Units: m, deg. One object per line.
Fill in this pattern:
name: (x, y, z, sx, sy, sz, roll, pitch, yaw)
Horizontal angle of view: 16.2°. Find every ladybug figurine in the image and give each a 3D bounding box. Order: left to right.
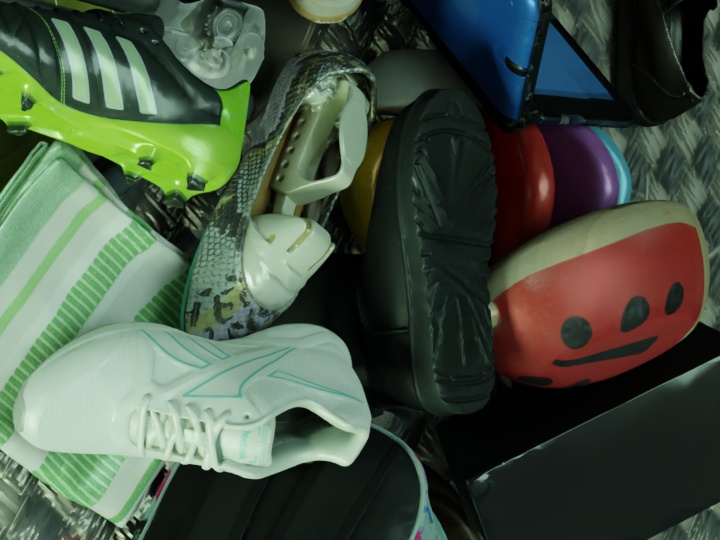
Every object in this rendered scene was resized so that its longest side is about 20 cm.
ladybug figurine: (0.140, 0.021, 1.526, 0.199, 0.136, 0.072, -13, 60, -41)

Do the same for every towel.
towel: (-0.150, 0.037, 1.383, 0.153, 0.023, 0.200, -56, 136, -11)

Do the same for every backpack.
backpack: (-0.041, 0.182, 1.424, 0.151, 0.176, 0.201, 64, 41, -53)

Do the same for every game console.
game console: (0.084, -0.189, 1.539, 0.118, 0.200, 0.171, -24, 150, -23)

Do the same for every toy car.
toy car: (0.088, -0.050, 1.583, 0.199, 0.149, 0.177, -2, 90, -46)

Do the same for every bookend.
bookend: (0.131, 0.104, 1.629, 0.199, 0.199, 0.093, -25, 109, -14)

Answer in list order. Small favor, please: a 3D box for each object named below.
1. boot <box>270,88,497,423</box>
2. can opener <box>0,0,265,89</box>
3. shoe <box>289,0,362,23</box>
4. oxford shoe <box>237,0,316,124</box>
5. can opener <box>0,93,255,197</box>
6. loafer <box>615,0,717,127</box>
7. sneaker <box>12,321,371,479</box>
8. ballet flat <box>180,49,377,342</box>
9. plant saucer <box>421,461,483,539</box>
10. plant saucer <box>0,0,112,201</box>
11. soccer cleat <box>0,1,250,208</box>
boot: (0.001, -0.001, 1.480, 0.073, 0.162, 0.200, -1, 88, -45)
can opener: (-0.139, -0.141, 1.373, 0.199, 0.067, 0.054, 13, 100, -36)
shoe: (-0.028, -0.244, 1.459, 0.069, 0.053, 0.202, -11, 76, -5)
oxford shoe: (-0.046, -0.169, 1.510, 0.071, 0.071, 0.201, 61, 49, -72)
can opener: (-0.144, -0.060, 1.405, 0.200, 0.066, 0.053, -39, 115, -34)
loafer: (0.221, -0.203, 1.785, 0.073, 0.071, 0.202, -6, 94, -46)
sneaker: (-0.086, 0.073, 1.362, 0.199, 0.080, 0.071, -4, 125, -21)
ballet flat: (-0.040, -0.038, 1.417, 0.072, 0.072, 0.201, 39, 64, -39)
plant saucer: (0.023, 0.215, 1.593, 0.199, 0.032, 0.202, 4, 85, -46)
plant saucer: (-0.215, -0.134, 1.342, 0.199, 0.031, 0.202, 9, 77, -45)
soccer cleat: (-0.147, -0.106, 1.305, 0.199, 0.067, 0.082, 27, 63, -23)
